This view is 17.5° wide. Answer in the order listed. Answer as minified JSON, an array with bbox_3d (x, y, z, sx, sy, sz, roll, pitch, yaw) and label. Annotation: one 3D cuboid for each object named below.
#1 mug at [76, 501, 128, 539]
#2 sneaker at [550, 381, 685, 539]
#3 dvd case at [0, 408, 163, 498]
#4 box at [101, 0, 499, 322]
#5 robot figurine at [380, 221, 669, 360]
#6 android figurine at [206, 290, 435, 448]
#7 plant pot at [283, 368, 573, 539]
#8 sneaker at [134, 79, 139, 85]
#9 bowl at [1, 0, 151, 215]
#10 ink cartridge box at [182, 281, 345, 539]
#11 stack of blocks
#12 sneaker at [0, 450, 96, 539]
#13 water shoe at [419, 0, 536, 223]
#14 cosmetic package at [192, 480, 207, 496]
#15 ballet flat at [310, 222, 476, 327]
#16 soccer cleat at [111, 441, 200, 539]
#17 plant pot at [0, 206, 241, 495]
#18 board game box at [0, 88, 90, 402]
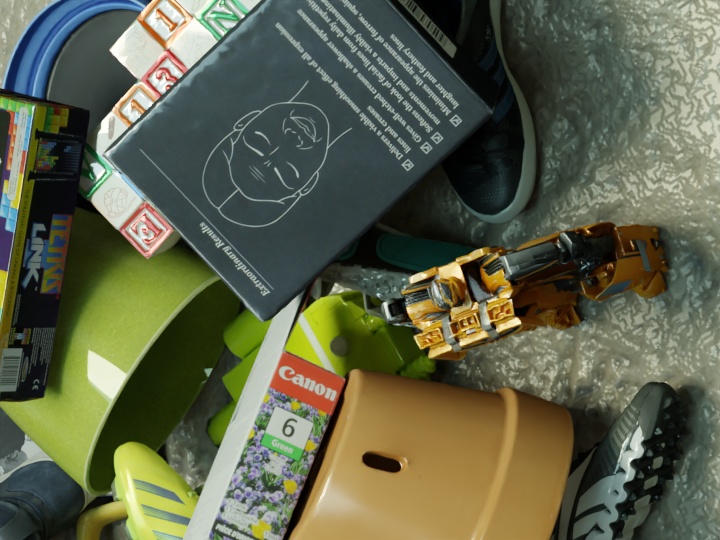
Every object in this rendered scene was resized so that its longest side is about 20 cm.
[{"bbox_3d":[-0.172,0.273,1.735,0.153,0.149,0.187,-14,95,28],"label":"mug"},{"bbox_3d":[0.143,0.151,1.538,0.090,0.066,0.201,31,115,25],"label":"sneaker"},{"bbox_3d":[-0.243,0.106,1.829,0.199,0.025,0.151,-10,91,35],"label":"dvd case"},{"bbox_3d":[-0.034,-0.094,1.471,0.200,0.107,0.148,-42,96,12],"label":"box"},{"bbox_3d":[0.105,0.012,1.463,0.145,0.200,0.058,-23,83,36],"label":"robot figurine"},{"bbox_3d":[-0.025,0.095,1.665,0.200,0.041,0.182,-37,75,34],"label":"android figurine"},{"bbox_3d":[0.031,0.153,1.509,0.140,0.200,0.200,23,114,-9],"label":"plant pot"},{"bbox_3d":[-0.065,-0.123,1.624,0.199,0.070,0.094,19,106,15],"label":"sneaker"},{"bbox_3d":[-0.184,-0.110,1.748,0.200,0.039,0.201,6,100,35],"label":"bowl"},{"bbox_3d":[-0.055,0.103,1.535,0.050,0.109,0.201,25,70,-8],"label":"ink cartridge box"},{"bbox_3d":[-0.111,-0.120,1.569,0.115,0.059,0.200,44,105,3],"label":"stack of blocks"},{"bbox_3d":[-0.299,0.221,1.791,0.077,0.146,0.202,46,134,-4],"label":"sneaker"},{"bbox_3d":[0.060,-0.127,1.550,0.071,0.079,0.201,-12,90,36],"label":"water shoe"},{"bbox_3d":[-0.040,0.220,1.638,0.200,0.073,0.103,55,135,2],"label":"cosmetic package"},{"bbox_3d":[0.000,0.000,1.583,0.199,0.072,0.072,19,109,4],"label":"ballet flat"},{"bbox_3d":[-0.096,0.195,1.592,0.084,0.065,0.200,-34,85,15],"label":"soccer cleat"},{"bbox_3d":[-0.218,0.028,1.675,0.200,0.187,0.187,33,114,12],"label":"plant pot"},{"bbox_3d":[-0.272,-0.028,1.588,0.165,0.057,0.201,17,100,38],"label":"board game box"}]
